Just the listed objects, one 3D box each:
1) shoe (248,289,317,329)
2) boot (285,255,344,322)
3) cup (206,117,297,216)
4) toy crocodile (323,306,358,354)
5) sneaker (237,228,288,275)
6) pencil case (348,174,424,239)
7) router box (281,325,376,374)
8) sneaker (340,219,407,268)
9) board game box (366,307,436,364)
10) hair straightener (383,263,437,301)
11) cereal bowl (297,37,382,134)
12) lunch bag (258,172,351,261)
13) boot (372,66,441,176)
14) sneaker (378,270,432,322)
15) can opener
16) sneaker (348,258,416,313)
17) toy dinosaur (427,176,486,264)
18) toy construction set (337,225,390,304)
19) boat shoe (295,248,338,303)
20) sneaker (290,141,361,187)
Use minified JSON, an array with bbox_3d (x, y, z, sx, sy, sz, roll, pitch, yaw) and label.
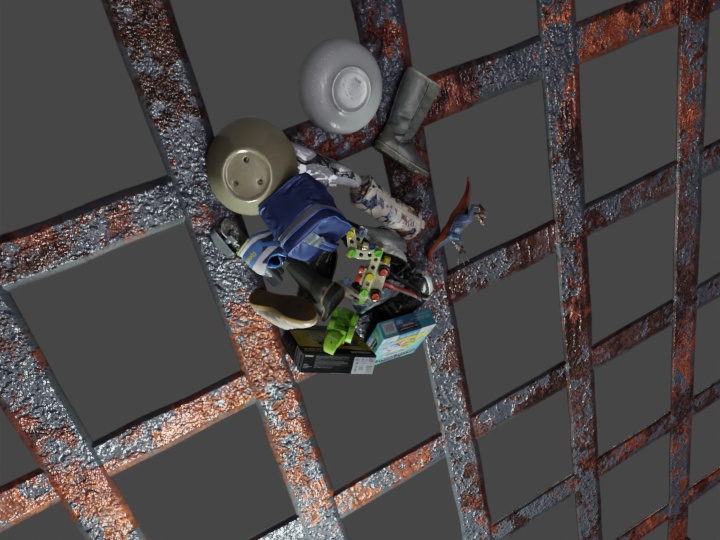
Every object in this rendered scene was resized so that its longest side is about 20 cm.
[{"bbox_3d":[-0.172,0.094,1.370,0.070,0.196,0.055,-46,137,-35],"label":"shoe"},{"bbox_3d":[-0.107,0.035,1.362,0.137,0.201,0.078,37,69,7],"label":"boot"},{"bbox_3d":[-0.225,-0.202,1.213,0.193,0.144,0.207,-1,105,-5],"label":"cup"},{"bbox_3d":[-0.046,0.139,1.443,0.066,0.200,0.063,19,108,1],"label":"toy crocodile"},{"bbox_3d":[-0.181,-0.051,1.328,0.198,0.083,0.074,-34,167,-43],"label":"sneaker"},{"bbox_3d":[0.065,-0.150,1.440,0.197,0.089,0.080,30,78,-32],"label":"pencil case"},{"bbox_3d":[-0.079,0.191,1.463,0.195,0.157,0.054,7,108,-28],"label":"router box"},{"bbox_3d":[0.031,-0.077,1.473,0.196,0.074,0.081,25,59,-22],"label":"sneaker"},{"bbox_3d":[0.093,0.176,1.537,0.147,0.048,0.201,-14,156,-20],"label":"board game box"},{"bbox_3d":[0.103,0.015,1.439,0.079,0.196,0.041,-63,146,-13],"label":"hair straightener"},{"bbox_3d":[-0.035,-0.395,1.300,0.194,0.083,0.206,-9,113,-22],"label":"cereal bowl"},{"bbox_3d":[-0.105,-0.096,1.241,0.135,0.199,0.134,-37,78,11],"label":"lunch bag"},{"bbox_3d":[0.134,-0.347,1.418,0.179,0.072,0.205,26,90,-34],"label":"boot"},{"bbox_3d":[0.110,0.080,1.502,0.098,0.071,0.201,-30,163,-35],"label":"sneaker"},{"bbox_3d":[-0.257,-0.035,1.360,0.066,0.054,0.201,-25,125,23],"label":"can opener"},{"bbox_3d":[0.057,0.038,1.532,0.196,0.078,0.088,-28,137,-11],"label":"sneaker"},{"bbox_3d":[0.241,-0.108,1.575,0.177,0.105,0.205,-23,82,-1],"label":"toy dinosaur"},{"bbox_3d":[0.000,0.000,1.408,0.127,0.093,0.204,17,124,-5],"label":"toy construction set"},{"bbox_3d":[-0.105,0.030,1.443,0.070,0.060,0.207,9,105,-28],"label":"boat shoe"},{"bbox_3d":[-0.097,-0.202,1.352,0.195,0.075,0.118,20,101,-26],"label":"sneaker"}]
